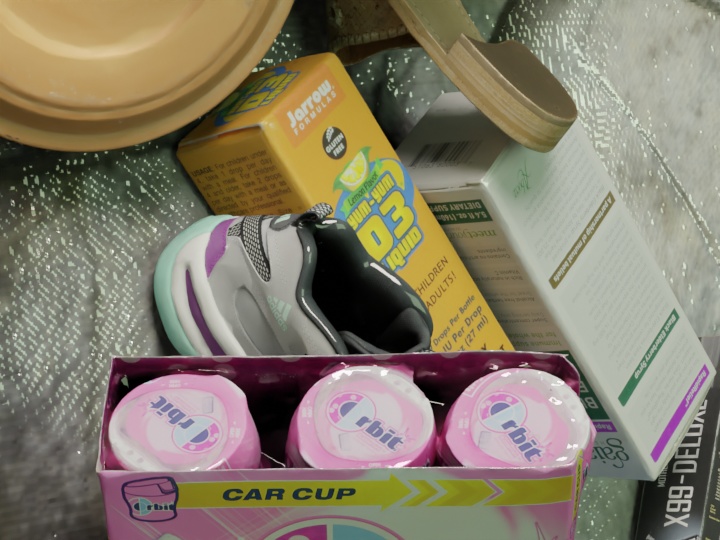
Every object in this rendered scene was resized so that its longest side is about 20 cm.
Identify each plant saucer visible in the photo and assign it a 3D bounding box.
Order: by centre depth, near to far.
[{"bbox_3d":[-0.113,-0.148,0.874,0.198,0.032,0.202,-6,106,-20],"label":"plant saucer"}]

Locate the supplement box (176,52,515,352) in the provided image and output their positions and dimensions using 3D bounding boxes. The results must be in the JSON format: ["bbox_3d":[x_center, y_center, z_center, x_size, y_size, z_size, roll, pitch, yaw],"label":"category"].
[{"bbox_3d":[0.000,0.000,0.991,0.201,0.068,0.067,56,50,-18],"label":"supplement box"}]

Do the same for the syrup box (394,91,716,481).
[{"bbox_3d":[0.094,0.009,1.053,0.082,0.078,0.201,-52,124,-33],"label":"syrup box"}]

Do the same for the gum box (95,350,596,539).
[{"bbox_3d":[-0.003,0.097,0.868,0.066,0.198,0.114,-91,-179,-47],"label":"gum box"}]

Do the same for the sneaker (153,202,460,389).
[{"bbox_3d":[-0.002,0.064,0.928,0.078,0.139,0.201,-41,111,-42],"label":"sneaker"}]

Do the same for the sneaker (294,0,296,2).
[{"bbox_3d":[-0.078,-0.193,0.935,0.200,0.082,0.071,44,56,-29],"label":"sneaker"}]

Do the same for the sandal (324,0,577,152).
[{"bbox_3d":[0.012,-0.117,0.998,0.077,0.070,0.212,0,45,-54],"label":"sandal"}]

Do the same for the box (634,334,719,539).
[{"bbox_3d":[0.242,0.145,1.200,0.199,0.050,0.159,26,67,-37],"label":"box"}]
